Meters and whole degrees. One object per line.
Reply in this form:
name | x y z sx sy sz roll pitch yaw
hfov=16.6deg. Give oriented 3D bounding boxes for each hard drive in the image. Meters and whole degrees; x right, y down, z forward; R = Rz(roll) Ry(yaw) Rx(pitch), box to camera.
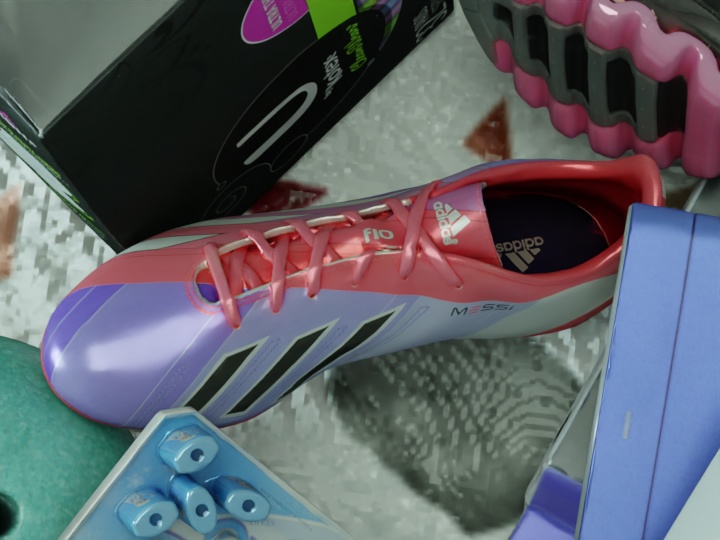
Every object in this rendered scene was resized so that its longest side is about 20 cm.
hard drive | 0.169 0.061 0.733 0.200 0.025 0.132 9 88 3

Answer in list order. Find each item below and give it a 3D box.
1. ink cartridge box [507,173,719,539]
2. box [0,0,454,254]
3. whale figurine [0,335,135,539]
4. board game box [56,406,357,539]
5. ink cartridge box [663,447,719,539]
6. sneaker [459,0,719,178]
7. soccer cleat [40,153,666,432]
ink cartridge box | 0.163 0.072 0.778 0.198 0.043 0.200 28 82 9
box | -0.066 -0.103 0.752 0.149 0.200 0.124 -44 78 -5
whale figurine | -0.107 0.114 0.751 0.159 0.104 0.200 -23 86 -25
board game box | -0.040 0.176 0.728 0.200 0.026 0.200 41 82 -20
ink cartridge box | 0.125 0.160 0.685 0.146 0.083 0.200 27 106 -8
sneaker | 0.129 -0.075 0.765 0.200 0.079 0.096 22 66 6
soccer cleat | 0.000 0.000 0.757 0.200 0.076 0.067 -10 68 -23
